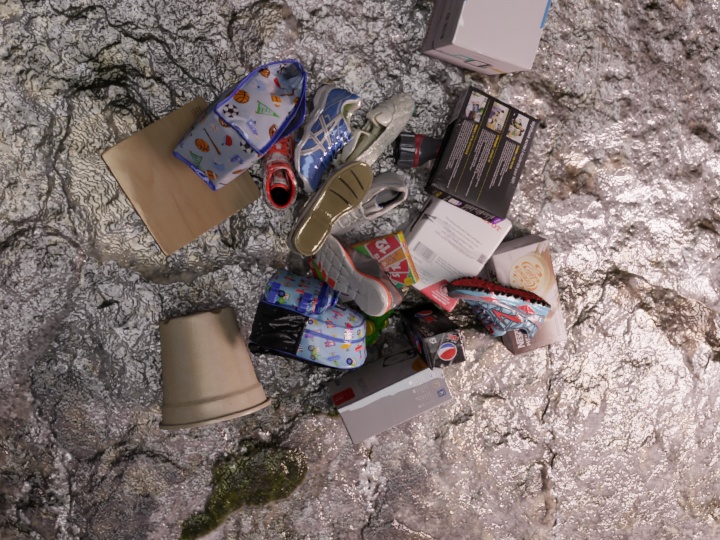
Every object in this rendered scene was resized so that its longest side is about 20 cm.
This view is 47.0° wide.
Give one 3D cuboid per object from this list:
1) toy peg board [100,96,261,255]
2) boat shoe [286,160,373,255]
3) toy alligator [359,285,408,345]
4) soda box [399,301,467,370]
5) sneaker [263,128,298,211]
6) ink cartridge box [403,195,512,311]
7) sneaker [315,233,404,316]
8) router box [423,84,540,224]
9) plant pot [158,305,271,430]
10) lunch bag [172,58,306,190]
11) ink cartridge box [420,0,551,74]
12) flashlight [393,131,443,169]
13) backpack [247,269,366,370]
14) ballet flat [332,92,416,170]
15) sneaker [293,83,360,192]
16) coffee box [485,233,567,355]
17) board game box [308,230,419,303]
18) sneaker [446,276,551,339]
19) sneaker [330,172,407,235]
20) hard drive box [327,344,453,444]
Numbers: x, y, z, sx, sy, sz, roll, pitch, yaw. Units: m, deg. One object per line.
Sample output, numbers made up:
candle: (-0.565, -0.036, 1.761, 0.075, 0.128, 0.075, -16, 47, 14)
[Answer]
toy peg board: (-0.315, -0.162, 1.442, 0.199, 0.098, 0.201, -35, 105, -18)
boat shoe: (-0.060, -0.114, 1.438, 0.200, 0.068, 0.075, -49, 116, -15)
toy alligator: (0.021, 0.086, 1.532, 0.054, 0.059, 0.200, 44, 123, 19)
soda box: (0.129, 0.116, 1.500, 0.070, 0.200, 0.064, -15, 103, -6)
sneaker: (-0.138, -0.202, 1.443, 0.067, 0.108, 0.203, 1, 100, -10)
ink cartridge box: (0.161, -0.050, 1.535, 0.144, 0.084, 0.200, 35, 94, -13)
sneaker: (-0.001, 0.005, 1.448, 0.082, 0.200, 0.077, -12, 139, -44)
router box: (0.216, -0.203, 1.464, 0.149, 0.051, 0.201, 24, 78, -10)
plant pot: (-0.272, 0.164, 1.461, 0.199, 0.200, 0.185, -11, 90, -7)
lunch bag: (-0.182, -0.247, 1.352, 0.124, 0.170, 0.200, 44, 51, -18)
ink cartridge box: (0.211, -0.429, 1.414, 0.145, 0.200, 0.148, 14, 98, -13)
flashlight: (0.162, -0.214, 1.510, 0.199, 0.068, 0.068, 3, 82, -7)
backpack: (-0.077, 0.093, 1.453, 0.199, 0.183, 0.135, 16, 101, 4)
ballet flat: (0.022, -0.243, 1.476, 0.072, 0.072, 0.200, 36, 92, -14)
sneaker: (-0.059, -0.230, 1.434, 0.077, 0.076, 0.201, 12, 79, 21)
coffee box: (0.312, 0.045, 1.579, 0.114, 0.080, 0.201, -15, 103, -6)
board game box: (0.000, 0.000, 1.497, 0.199, 0.030, 0.096, -15, 103, 29)
sneaker: (0.244, 0.075, 1.493, 0.199, 0.079, 0.096, 16, 104, -12)
sneaker: (-0.005, -0.116, 1.493, 0.199, 0.087, 0.075, -30, 107, -2)
hard drive box: (0.051, 0.222, 1.530, 0.199, 0.156, 0.077, -25, 103, -5)
